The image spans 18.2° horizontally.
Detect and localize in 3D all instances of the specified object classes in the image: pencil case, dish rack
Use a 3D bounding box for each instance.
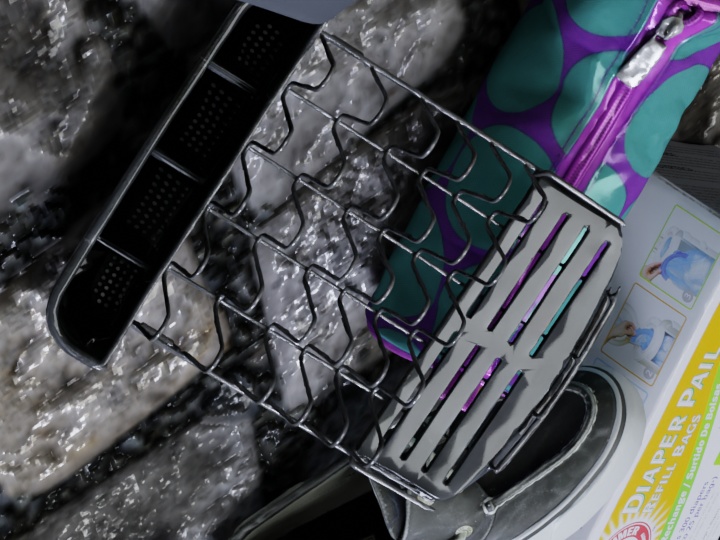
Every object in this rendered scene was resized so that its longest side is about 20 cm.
[{"bbox_3d":[0.079,-0.045,0.919,0.085,0.092,0.200,23,107,-12],"label":"pencil case"},{"bbox_3d":[0.000,0.000,0.838,0.200,0.055,0.153,31,98,-19],"label":"dish rack"}]

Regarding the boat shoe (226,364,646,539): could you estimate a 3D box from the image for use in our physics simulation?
[{"bbox_3d":[0.028,0.098,0.964,0.200,0.071,0.064,-32,144,9],"label":"boat shoe"}]

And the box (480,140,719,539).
[{"bbox_3d":[0.126,0.049,1.038,0.112,0.101,0.200,3,117,-48],"label":"box"}]

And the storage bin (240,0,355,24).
[{"bbox_3d":[-0.034,-0.166,0.687,0.134,0.146,0.200,-38,151,28],"label":"storage bin"}]
